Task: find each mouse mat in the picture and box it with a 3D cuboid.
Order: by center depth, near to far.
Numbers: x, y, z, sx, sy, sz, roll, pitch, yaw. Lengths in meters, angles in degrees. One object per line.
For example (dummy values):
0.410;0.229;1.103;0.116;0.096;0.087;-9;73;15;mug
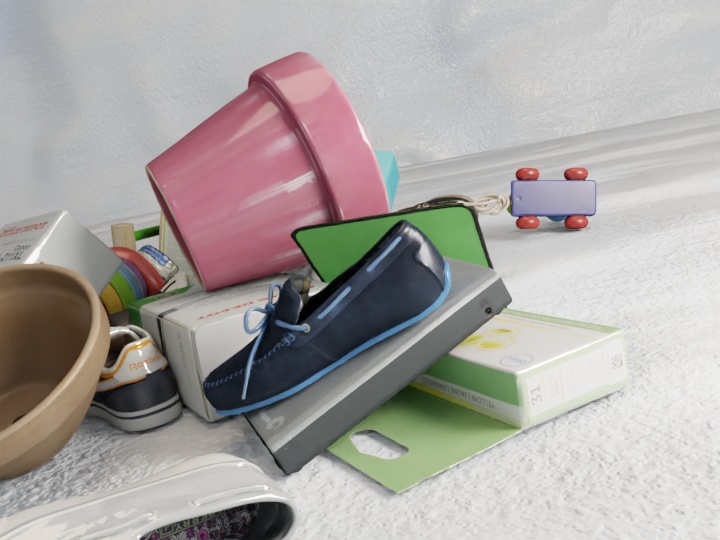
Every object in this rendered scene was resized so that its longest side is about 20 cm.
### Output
0.042;0.004;0.719;0.159;0.008;0.200;-7;-33;16;mouse mat

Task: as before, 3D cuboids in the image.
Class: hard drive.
0.001;0.060;0.596;0.199;0.033;0.139;-36;18;-13;hard drive

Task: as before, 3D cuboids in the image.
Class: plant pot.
-0.283;0.095;0.617;0.198;0.093;0.202;-7;42;6;plant pot
-0.095;-0.077;0.748;0.178;0.202;0.200;-28;15;-14;plant pot

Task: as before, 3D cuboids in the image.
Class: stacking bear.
-0.325;0.052;0.940;0.120;0.115;0.200;-8;16;13;stacking bear

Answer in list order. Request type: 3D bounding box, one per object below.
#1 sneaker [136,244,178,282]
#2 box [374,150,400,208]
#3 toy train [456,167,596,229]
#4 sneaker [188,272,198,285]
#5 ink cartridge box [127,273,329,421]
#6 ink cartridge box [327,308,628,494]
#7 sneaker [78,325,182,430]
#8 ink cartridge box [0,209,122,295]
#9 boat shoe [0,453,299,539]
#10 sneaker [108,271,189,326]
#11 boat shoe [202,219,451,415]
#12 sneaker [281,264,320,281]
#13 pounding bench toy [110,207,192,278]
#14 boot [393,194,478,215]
-0.339;0.024;1.144;0.199;0.077;0.086;-24;28;56;sneaker
-0.014;-0.052;0.943;0.081;0.049;0.202;5;58;17;box
0.233;-0.101;1.159;0.197;0.086;0.116;-1;0;0;toy train
-0.188;0.029;1.005;0.072;0.073;0.199;-24;13;-26;sneaker
-0.117;0.060;0.741;0.145;0.084;0.199;-16;11;-27;ink cartridge box
0.069;0.080;0.566;0.198;0.049;0.145;-15;12;-27;ink cartridge box
-0.235;0.090;0.726;0.198;0.080;0.078;-2;15;43;sneaker
-0.346;0.046;0.769;0.145;0.083;0.201;-6;48;43;ink cartridge box
-0.117;0.149;0.379;0.198;0.073;0.068;-9;8;-40;boat shoe
-0.247;0.054;0.917;0.110;0.074;0.200;-12;13;-13;sneaker
-0.033;0.029;0.565;0.199;0.069;0.084;-32;18;6;boat shoe
0.000;0.000;0.835;0.198;0.076;0.082;10;51;18;sneaker
-0.284;-0.060;1.260;0.197;0.126;0.156;3;9;-7;pounding bench toy
0.060;-0.053;1.146;0.198;0.074;0.150;-9;10;29;boot
